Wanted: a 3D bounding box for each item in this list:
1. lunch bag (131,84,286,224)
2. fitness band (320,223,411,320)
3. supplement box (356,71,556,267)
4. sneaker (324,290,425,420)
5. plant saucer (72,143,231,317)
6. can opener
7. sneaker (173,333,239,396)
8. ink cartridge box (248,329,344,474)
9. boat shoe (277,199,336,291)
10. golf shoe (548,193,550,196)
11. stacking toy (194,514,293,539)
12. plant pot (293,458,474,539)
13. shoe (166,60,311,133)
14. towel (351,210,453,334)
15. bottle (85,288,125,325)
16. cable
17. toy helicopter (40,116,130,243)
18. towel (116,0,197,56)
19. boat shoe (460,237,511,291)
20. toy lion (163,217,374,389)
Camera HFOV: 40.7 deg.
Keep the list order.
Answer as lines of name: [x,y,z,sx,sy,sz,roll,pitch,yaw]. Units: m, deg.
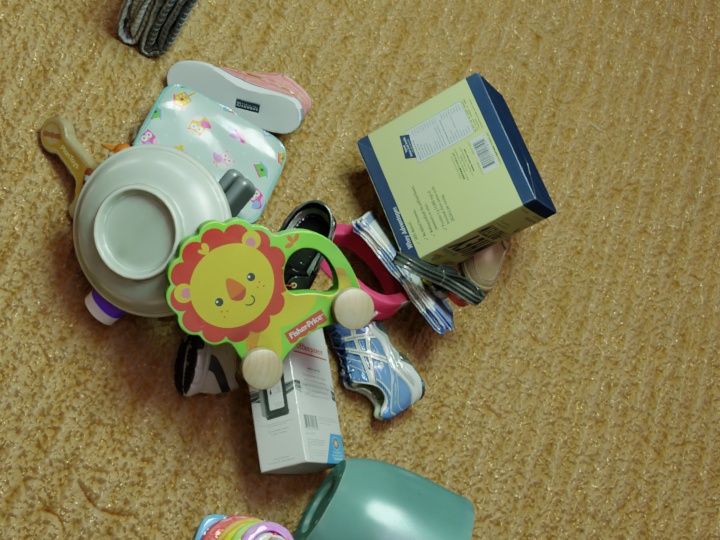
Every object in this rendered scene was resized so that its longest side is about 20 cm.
lunch bag: [-0.212,-0.142,1.296,0.199,0.077,0.161,28,61,-14]
fitness band: [0.000,0.000,1.306,0.144,0.037,0.200,52,17,12]
supplement box: [0.135,-0.131,1.369,0.134,0.199,0.201,13,53,-65]
sneaker: [0.001,0.112,1.304,0.077,0.076,0.200,-39,86,-31]
plant saucer: [-0.246,-0.044,1.107,0.201,0.200,0.050,57,14,4]
can opener: [-0.204,-0.037,1.233,0.200,0.053,0.066,-54,139,2]
sneaker: [-0.172,0.061,1.213,0.080,0.074,0.201,10,100,-34]
ink cartridge box: [-0.086,0.149,1.218,0.116,0.067,0.201,29,48,-64]
boat shoe: [-0.092,0.006,1.165,0.073,0.063,0.202,27,77,6]
golf shoe: [0.195,-0.140,1.468,0.200,0.097,0.078,40,6,36]
stacking toy: [-0.114,0.322,1.086,0.116,0.200,0.110,22,62,-17]
plant pot: [0.014,0.321,1.162,0.160,0.201,0.201,32,59,-5]
shoe: [-0.168,-0.250,1.372,0.199,0.072,0.091,18,24,2]
towel: [0.062,-0.001,1.363,0.024,0.147,0.200,-39,93,10]
bottle: [-0.247,-0.014,1.169,0.084,0.200,0.065,48,12,1]
cable: [0.103,0.021,1.293,0.097,0.050,0.200,37,12,22]
toy helicopter: [-0.332,-0.124,1.207,0.200,0.132,0.079,48,26,17]
towel: [-0.246,-0.402,1.310,0.085,0.200,0.166,29,61,-15]
boat shoe: [0.200,-0.067,1.484,0.071,0.064,0.201,19,62,-20]
toy lion: [-0.111,0.020,1.094,0.199,0.069,0.192,-32,105,-11]
